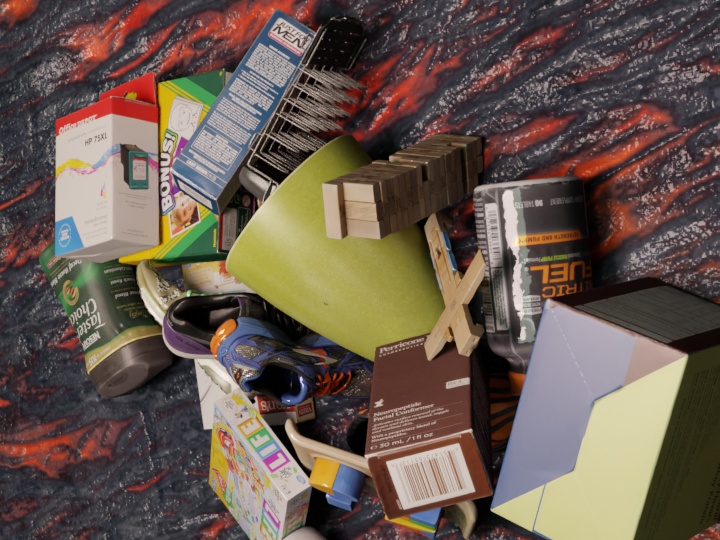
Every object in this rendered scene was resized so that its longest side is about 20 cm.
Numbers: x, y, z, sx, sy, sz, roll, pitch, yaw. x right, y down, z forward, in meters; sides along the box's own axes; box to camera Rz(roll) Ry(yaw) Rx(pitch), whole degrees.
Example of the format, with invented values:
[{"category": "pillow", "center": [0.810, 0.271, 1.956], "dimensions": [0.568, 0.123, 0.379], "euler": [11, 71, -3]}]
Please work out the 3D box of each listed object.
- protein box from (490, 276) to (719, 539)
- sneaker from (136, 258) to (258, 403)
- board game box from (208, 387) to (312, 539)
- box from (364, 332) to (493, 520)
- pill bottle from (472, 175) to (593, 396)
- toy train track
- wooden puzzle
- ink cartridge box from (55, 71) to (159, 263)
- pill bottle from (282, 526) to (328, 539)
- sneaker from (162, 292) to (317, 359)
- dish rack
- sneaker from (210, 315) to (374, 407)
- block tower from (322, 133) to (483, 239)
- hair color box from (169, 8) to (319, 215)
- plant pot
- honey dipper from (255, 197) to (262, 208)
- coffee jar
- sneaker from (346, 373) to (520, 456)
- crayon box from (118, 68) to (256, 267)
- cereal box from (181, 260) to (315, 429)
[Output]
[{"category": "protein box", "center": [0.239, 0.127, 1.295], "dimensions": [0.134, 0.199, 0.200], "euler": [23, 108, 32]}, {"category": "sneaker", "center": [-0.161, 0.050, 1.626], "dimensions": [0.089, 0.077, 0.200], "euler": [-45, 82, 3]}, {"category": "board game box", "center": [-0.111, 0.230, 1.609], "dimensions": [0.135, 0.034, 0.200], "euler": [49, 154, 22]}, {"category": "box", "center": [0.065, 0.132, 1.353], "dimensions": [0.100, 0.200, 0.075], "euler": [-15, 112, 10]}, {"category": "pill bottle", "center": [0.166, 0.015, 1.399], "dimensions": [0.106, 0.106, 0.201], "euler": [-4, 93, 37]}, {"category": "toy train track", "center": [0.093, 0.011, 1.391], "dimensions": [0.115, 0.032, 0.200], "euler": [-61, 23, 29]}, {"category": "wooden puzzle", "center": [0.017, 0.217, 1.454], "dimensions": [0.199, 0.185, 0.047], "euler": [23, 76, 8]}, {"category": "ink cartridge box", "center": [-0.283, -0.119, 1.660], "dimensions": [0.116, 0.067, 0.201], "euler": [-14, 74, 45]}, {"category": "pill bottle", "center": [-0.012, 0.366, 1.560], "dimensions": [0.200, 0.119, 0.120], "euler": [39, 116, 27]}, {"category": "sneaker", "center": [-0.105, 0.059, 1.550], "dimensions": [0.088, 0.199, 0.076], "euler": [119, 148, -70]}, {"category": "dish rack", "center": [-0.045, -0.161, 1.511], "dimensions": [0.054, 0.153, 0.201], "euler": [32, 104, 10]}, {"category": "sneaker", "center": [-0.060, 0.109, 1.527], "dimensions": [0.076, 0.199, 0.079], "euler": [-58, 37, 31]}, {"category": "block tower", "center": [0.045, -0.081, 1.421], "dimensions": [0.058, 0.200, 0.054], "euler": [7, 112, 36]}, {"category": "hair color box", "center": [-0.116, -0.161, 1.537], "dimensions": [0.060, 0.100, 0.201], "euler": [33, 82, 1]}, {"category": "plant pot", "center": [0.000, 0.000, 1.494], "dimensions": [0.200, 0.187, 0.187], "euler": [43, 119, 9]}, {"category": "honey dipper", "center": [-0.144, -0.077, 1.669], "dimensions": [0.199, 0.038, 0.038], "euler": [-1, 94, 41]}, {"category": "coffee jar", "center": [-0.299, 0.046, 1.765], "dimensions": [0.104, 0.085, 0.201], "euler": [-36, 74, 34]}, {"category": "sneaker", "center": [0.071, 0.158, 1.480], "dimensions": [0.199, 0.112, 0.078], "euler": [-23, 81, 36]}, {"category": "crayon box", "center": [-0.193, -0.110, 1.657], "dimensions": [0.172, 0.058, 0.202], "euler": [-4, 81, 42]}, {"category": "cereal box", "center": [-0.128, 0.074, 1.667], "dimensions": [0.143, 0.039, 0.201], "euler": [-8, 90, 37]}]
